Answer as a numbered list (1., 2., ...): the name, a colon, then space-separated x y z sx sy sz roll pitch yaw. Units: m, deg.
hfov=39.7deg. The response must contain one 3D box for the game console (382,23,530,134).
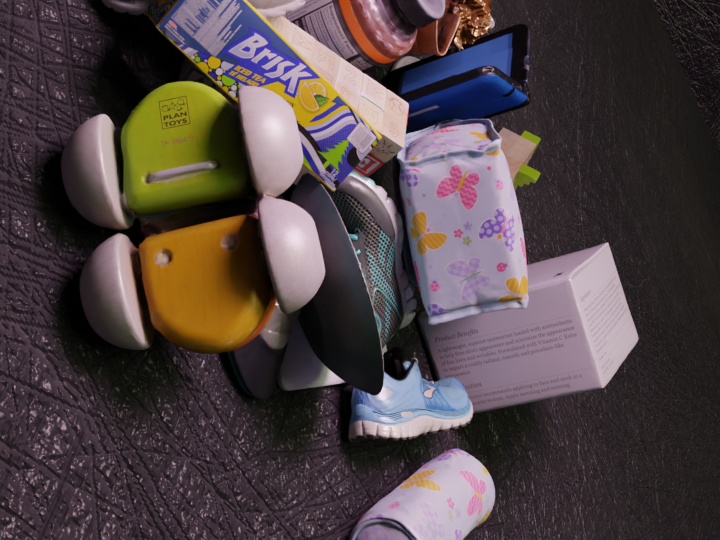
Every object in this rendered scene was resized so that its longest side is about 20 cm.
1. game console: 0.082 -0.219 1.122 0.170 0.197 0.120 10 67 -60

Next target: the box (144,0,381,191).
1. box: -0.076 -0.156 0.802 0.200 0.064 0.070 42 5 -30

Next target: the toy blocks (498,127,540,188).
1. toy blocks: 0.161 -0.091 1.282 0.099 0.138 0.200 27 33 9

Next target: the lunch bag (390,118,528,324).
1. lunch bag: 0.098 -0.058 1.023 0.200 0.125 0.172 -75 154 -72

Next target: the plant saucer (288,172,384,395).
1. plant saucer: -0.035 0.018 0.869 0.201 0.038 0.204 162 -89 -76

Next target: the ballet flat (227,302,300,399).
1. ballet flat: -0.090 0.007 0.855 0.073 0.072 0.204 -8 83 -60

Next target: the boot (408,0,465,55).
1. boot: 0.028 -0.242 1.032 0.073 0.154 0.203 -17 126 -46

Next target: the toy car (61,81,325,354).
1. toy car: -0.119 -0.035 0.754 0.150 0.172 0.204 71 7 -82

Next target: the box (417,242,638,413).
1. box: 0.205 0.069 1.198 0.199 0.196 0.133 -26 99 -60

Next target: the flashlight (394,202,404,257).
1. flashlight: 0.026 -0.050 1.093 0.199 0.067 0.069 8 106 -54

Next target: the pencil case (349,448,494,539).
1. pencil case: 0.067 0.251 0.992 0.199 0.082 0.092 -23 102 -60

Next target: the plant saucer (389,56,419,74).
1. plant saucer: 0.105 -0.188 1.302 0.200 0.050 0.203 35 47 -48

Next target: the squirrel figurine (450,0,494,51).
1. squirrel figurine: 0.116 -0.352 1.152 0.202 0.140 0.187 -59 170 -26

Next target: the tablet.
1. tablet: -0.032 0.047 0.990 0.199 0.013 0.132 3 74 -60

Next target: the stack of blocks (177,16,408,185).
1. stack of blocks: -0.067 -0.155 0.923 0.198 0.115 0.059 30 48 -27

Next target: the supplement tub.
1. supplement tub: -0.018 -0.238 0.960 0.107 0.198 0.109 32 49 -47

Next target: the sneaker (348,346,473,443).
1. sneaker: 0.057 0.123 1.031 0.199 0.077 0.092 3 80 -60

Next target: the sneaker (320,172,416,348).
1. sneaker: 0.000 0.000 0.961 0.092 0.076 0.202 -55 136 -42

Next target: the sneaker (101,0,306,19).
1. sneaker: -0.115 -0.255 0.810 0.083 0.197 0.076 102 -26 -52
